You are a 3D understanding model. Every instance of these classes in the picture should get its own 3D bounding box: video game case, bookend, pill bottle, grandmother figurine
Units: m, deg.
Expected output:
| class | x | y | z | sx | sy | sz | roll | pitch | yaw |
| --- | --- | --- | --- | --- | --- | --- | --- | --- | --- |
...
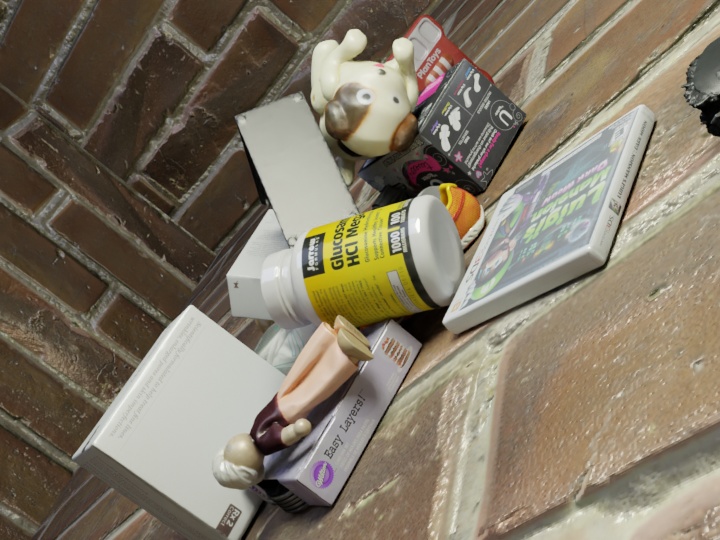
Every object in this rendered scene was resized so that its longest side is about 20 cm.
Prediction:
| class | x | y | z | sx | sy | sz | roll | pitch | yaw |
| --- | --- | --- | --- | --- | --- | --- | --- | --- | --- |
| video game case | 0.168 | -0.043 | 0.764 | 0.200 | 0.023 | 0.183 | -34 | 22 | 53 |
| bookend | -0.069 | -0.079 | 1.063 | 0.091 | 0.200 | 0.200 | -22 | -24 | -7 |
| pill bottle | 0.000 | 0.000 | 0.875 | 0.198 | 0.113 | 0.113 | -15 | 29 | 24 |
| grandmother figurine | -0.072 | 0.134 | 0.824 | 0.200 | 0.060 | 0.121 | -48 | 5 | 7 |

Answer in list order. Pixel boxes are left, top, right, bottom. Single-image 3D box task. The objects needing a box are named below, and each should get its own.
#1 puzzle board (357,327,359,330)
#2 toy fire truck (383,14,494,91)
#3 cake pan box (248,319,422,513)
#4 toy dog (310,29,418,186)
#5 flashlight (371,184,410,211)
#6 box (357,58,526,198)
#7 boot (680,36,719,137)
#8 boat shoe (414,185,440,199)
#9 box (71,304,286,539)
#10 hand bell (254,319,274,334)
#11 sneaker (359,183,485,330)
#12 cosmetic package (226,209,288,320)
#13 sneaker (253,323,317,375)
| class | x | y | z | sx | sy | sz | roll | pitch | yaw |
| --- | --- | --- | --- | --- | --- | --- | --- | --- | --- |
| puzzle board | -0.021 | 0.078 | 1.112 | 0.201 | 0.017 | 0.151 | -55 | 13 | -14 |
| toy fire truck | 0.098 | -0.271 | 1.308 | 0.201 | 0.168 | 0.112 | -53 | 13 | -9 |
| cake pan box | -0.038 | 0.154 | 0.883 | 0.201 | 0.052 | 0.184 | -58 | 12 | -27 |
| toy dog | -0.001 | -0.199 | 1.035 | 0.200 | 0.138 | 0.196 | -126 | 57 | -74 |
| flashlight | 0.004 | -0.023 | 1.100 | 0.201 | 0.067 | 0.068 | -60 | -17 | -22 |
| box | 0.104 | -0.164 | 1.117 | 0.133 | 0.114 | 0.200 | -59 | 14 | -20 |
| boot | 0.306 | -0.181 | 0.562 | 0.162 | 0.073 | 0.199 | -41 | 17 | 52 |
| boat shoe | 0.040 | -0.022 | 1.047 | 0.201 | 0.072 | 0.066 | -56 | 9 | -9 |
| box | -0.192 | 0.188 | 0.990 | 0.130 | 0.199 | 0.200 | -33 | 22 | 56 |
| hand bell | -0.098 | 0.089 | 1.190 | 0.104 | 0.104 | 0.200 | -49 | 18 | 8 |
| sneaker | 0.056 | -0.011 | 0.950 | 0.201 | 0.077 | 0.073 | -54 | 14 | -2 |
| cosmetic package | -0.114 | -0.011 | 1.230 | 0.201 | 0.100 | 0.072 | -67 | -21 | -57 |
| sneaker | -0.063 | 0.076 | 1.032 | 0.200 | 0.080 | 0.071 | -48 | 13 | 41 |
